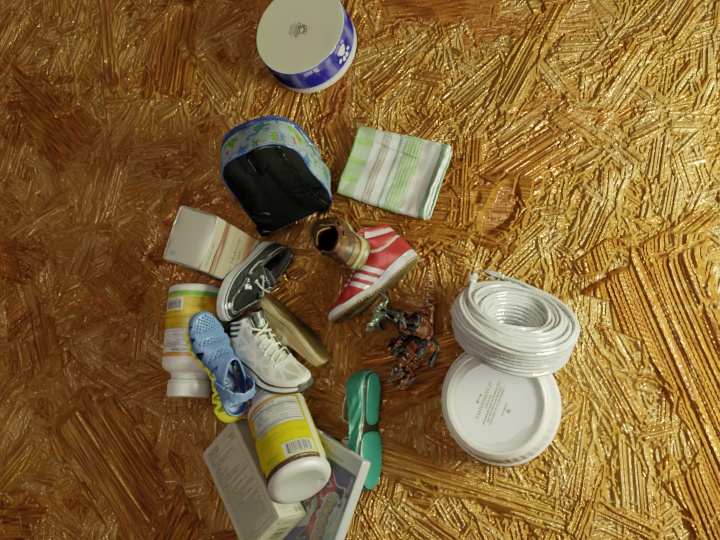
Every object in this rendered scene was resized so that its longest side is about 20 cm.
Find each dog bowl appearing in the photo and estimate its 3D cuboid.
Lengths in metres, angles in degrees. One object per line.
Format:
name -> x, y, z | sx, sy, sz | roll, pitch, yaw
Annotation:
dog bowl -> -0.111, -0.475, 1.251 | 0.196, 0.079, 0.204 | -4, 78, 18

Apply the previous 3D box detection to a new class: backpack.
backpack -> -0.164, -0.194, 1.144 | 0.180, 0.200, 0.149 | -19, 53, 15

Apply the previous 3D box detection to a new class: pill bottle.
pill bottle -> -0.312, 0.134, 1.141 | 0.109, 0.111, 0.204 | -3, 76, 17
pill bottle -> -0.130, 0.284, 1.049 | 0.109, 0.109, 0.201 | -37, 45, 7

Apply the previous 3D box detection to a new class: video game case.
video game case -> -0.079, 0.388, 1.043 | 0.181, 0.023, 0.203 | 14, 83, 49

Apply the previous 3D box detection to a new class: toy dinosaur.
toy dinosaur -> 0.083, 0.101, 1.073 | 0.134, 0.102, 0.202 | 21, 67, 6

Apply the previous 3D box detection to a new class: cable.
cable -> 0.238, 0.086, 0.957 | 0.197, 0.200, 0.070 | 20, 122, 23

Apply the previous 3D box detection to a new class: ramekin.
ramekin -> 0.223, 0.214, 0.985 | 0.199, 0.094, 0.206 | -4, 78, 17

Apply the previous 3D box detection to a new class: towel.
towel -> 0.061, -0.191, 1.159 | 0.197, 0.031, 0.151 | 18, 84, 21

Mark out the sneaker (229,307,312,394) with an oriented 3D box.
sneaker -> -0.167, 0.136, 1.072 | 0.198, 0.075, 0.117 | 17, 120, 35

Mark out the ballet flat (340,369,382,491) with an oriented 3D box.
ballet flat -> 0.000, 0.278, 1.069 | 0.070, 0.067, 0.204 | -9, 74, 41

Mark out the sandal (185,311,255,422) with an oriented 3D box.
sandal -> -0.237, 0.161, 1.062 | 0.087, 0.079, 0.202 | -28, 88, 47

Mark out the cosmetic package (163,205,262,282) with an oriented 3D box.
cosmetic package -> -0.265, -0.035, 1.142 | 0.086, 0.200, 0.105 | 15, 84, 21

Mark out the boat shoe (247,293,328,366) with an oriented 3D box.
boat shoe -> -0.137, 0.121, 1.142 | 0.199, 0.071, 0.065 | 40, 97, 32

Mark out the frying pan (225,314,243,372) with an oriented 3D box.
frying pan -> -0.259, 0.179, 1.186 | 0.113, 0.031, 0.193 | 19, 88, 22

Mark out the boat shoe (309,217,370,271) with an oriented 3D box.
boat shoe -> -0.052, -0.061, 1.101 | 0.073, 0.067, 0.200 | -64, 30, 6

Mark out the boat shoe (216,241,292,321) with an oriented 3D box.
boat shoe -> -0.192, 0.019, 1.134 | 0.067, 0.073, 0.201 | 6, 39, 28

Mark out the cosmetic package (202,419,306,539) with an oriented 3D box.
cosmetic package -> -0.190, 0.374, 1.068 | 0.104, 0.073, 0.201 | -48, 54, 17

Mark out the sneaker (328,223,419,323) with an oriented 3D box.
sneaker -> 0.000, 0.000, 1.117 | 0.199, 0.071, 0.113 | -39, 74, -1
